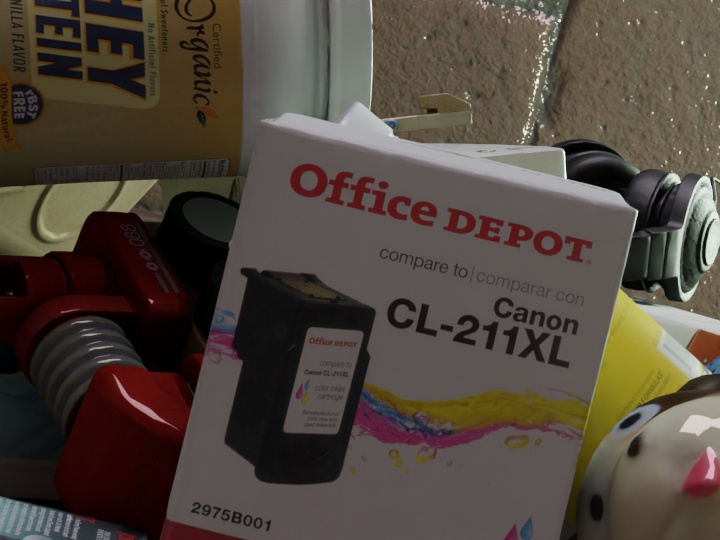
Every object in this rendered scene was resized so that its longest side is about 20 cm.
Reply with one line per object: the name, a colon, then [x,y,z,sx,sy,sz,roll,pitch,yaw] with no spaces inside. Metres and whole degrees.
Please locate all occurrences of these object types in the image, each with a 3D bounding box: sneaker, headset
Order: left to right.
sneaker: [-0.147,0.061,1.279,0.074,0.082,0.200,16,4,27]
headset: [0.138,-0.013,1.434,0.200,0.094,0.123,-8,20,-37]

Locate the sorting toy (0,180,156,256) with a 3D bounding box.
sorting toy: [-0.137,-0.084,1.390,0.036,0.200,0.185,49,4,23]

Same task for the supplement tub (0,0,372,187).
supplement tub: [-0.100,-0.111,1.233,0.200,0.145,0.144,-3,6,-7]

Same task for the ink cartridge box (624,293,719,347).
ink cartridge box: [0.123,0.085,1.389,0.084,0.146,0.200,10,4,-42]

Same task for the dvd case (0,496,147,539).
dvd case: [-0.180,0.099,1.057,0.200,0.022,0.146,12,4,-5]

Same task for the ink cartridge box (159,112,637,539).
ink cartridge box: [0.010,0.053,1.037,0.145,0.200,0.083,13,4,1]

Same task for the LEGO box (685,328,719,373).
LEGO box: [0.240,0.122,1.261,0.200,0.077,0.149,39,-12,-38]

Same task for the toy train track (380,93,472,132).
toy train track: [-0.044,-0.078,1.386,0.200,0.033,0.115,-6,3,-14]

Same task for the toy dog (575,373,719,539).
toy dog: [0.175,0.112,1.020,0.200,0.140,0.194,28,-3,18]

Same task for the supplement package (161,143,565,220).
supplement package: [0.000,0.000,1.327,0.117,0.117,0.200,-7,6,-29]

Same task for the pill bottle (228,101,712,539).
pill bottle: [0.046,0.027,1.135,0.200,0.112,0.112,42,2,-4]

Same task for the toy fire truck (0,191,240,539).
toy fire truck: [-0.115,0.033,1.172,0.200,0.129,0.176,3,36,-33]
